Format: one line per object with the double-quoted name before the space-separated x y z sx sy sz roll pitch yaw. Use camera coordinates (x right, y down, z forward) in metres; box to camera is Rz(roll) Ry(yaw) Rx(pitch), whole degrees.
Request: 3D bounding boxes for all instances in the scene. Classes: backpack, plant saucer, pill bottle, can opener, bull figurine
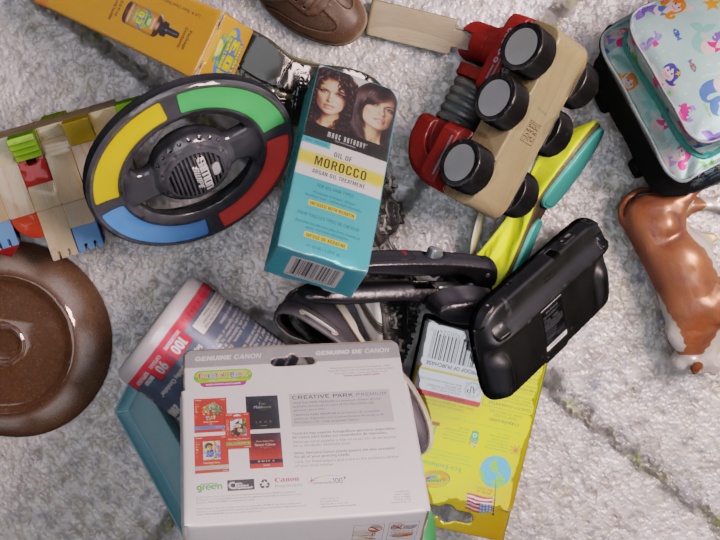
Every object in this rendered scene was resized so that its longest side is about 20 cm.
"backpack" 0.331 -0.183 1.034 0.200 0.151 0.178 -24 78 -4
"plant saucer" -0.177 0.189 1.090 0.200 0.019 0.070 54 132 28
"pill bottle" -0.117 0.109 1.086 0.200 0.120 0.120 37 96 -7
"can opener" 0.039 0.006 1.033 0.199 0.079 0.064 7 100 -21
"plant saucer" -0.349 0.071 1.131 0.200 0.037 0.201 0 95 1
"bull figurine" 0.326 0.003 1.096 0.121 0.065 0.200 -27 96 1

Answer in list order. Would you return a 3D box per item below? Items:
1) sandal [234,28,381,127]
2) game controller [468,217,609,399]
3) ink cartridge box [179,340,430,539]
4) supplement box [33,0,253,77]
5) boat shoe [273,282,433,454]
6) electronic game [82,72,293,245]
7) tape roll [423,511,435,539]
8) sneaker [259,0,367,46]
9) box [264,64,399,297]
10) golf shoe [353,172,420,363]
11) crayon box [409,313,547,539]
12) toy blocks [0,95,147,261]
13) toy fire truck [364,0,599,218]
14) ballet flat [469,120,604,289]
"sandal" -0.074 -0.174 1.092 0.200 0.057 0.080 18 91 -12
"game controller" 0.169 0.034 1.054 0.042 0.200 0.105 22 135 36
"ink cartridge box" -0.054 0.156 0.982 0.199 0.176 0.084 -1 140 -8
"supplement box" -0.201 -0.235 1.047 0.200 0.069 0.067 29 96 22
"boat shoe" -0.011 0.103 1.072 0.073 0.063 0.200 -39 87 36
"electronic game" -0.154 -0.097 1.036 0.200 0.200 0.042 -34 56 4
"tape roll" -0.029 0.259 1.087 0.200 0.048 0.201 4 131 4
"sneaker" -0.081 -0.282 1.068 0.200 0.076 0.071 37 96 -2
"box" -0.022 -0.081 1.004 0.082 0.049 0.200 17 58 -11
"golf shoe" 0.000 0.000 1.107 0.094 0.078 0.201 -5 100 25
"crayon box" 0.101 0.154 1.123 0.127 0.051 0.201 13 96 0
"toy blocks" -0.288 -0.075 1.093 0.199 0.100 0.137 -17 109 -6
"toy fire truck" 0.090 -0.167 1.071 0.128 0.200 0.176 21 100 -43
"ballet flat" 0.157 -0.067 1.096 0.067 0.067 0.200 31 98 17
